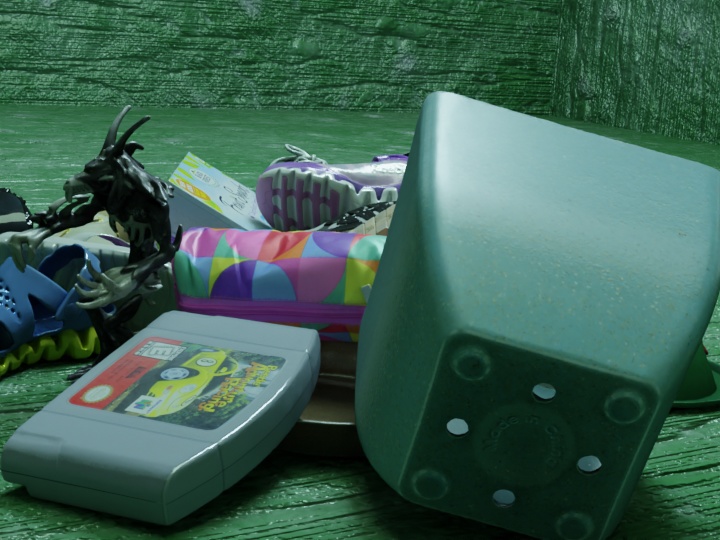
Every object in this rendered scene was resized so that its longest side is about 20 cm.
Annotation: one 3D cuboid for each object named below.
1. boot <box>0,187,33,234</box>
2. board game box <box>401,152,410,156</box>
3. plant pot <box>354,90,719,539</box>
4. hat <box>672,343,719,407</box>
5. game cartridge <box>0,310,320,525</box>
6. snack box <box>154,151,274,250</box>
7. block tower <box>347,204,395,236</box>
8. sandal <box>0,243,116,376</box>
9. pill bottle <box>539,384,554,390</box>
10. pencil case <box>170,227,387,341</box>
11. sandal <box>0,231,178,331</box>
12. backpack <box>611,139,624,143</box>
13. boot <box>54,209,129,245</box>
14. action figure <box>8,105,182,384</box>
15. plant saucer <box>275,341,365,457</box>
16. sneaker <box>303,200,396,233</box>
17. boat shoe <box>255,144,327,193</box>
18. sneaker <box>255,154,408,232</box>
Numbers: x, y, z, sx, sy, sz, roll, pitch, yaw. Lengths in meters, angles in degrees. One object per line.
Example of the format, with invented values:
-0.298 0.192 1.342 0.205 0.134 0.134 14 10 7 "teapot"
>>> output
-0.404 -0.039 1.246 0.166 0.077 0.200 -5 8 -22 "boot"
0.114 -0.099 1.354 0.199 0.035 0.135 -16 -24 37 "board game box"
0.097 0.043 0.739 0.194 0.198 0.200 16 30 1 "plant pot"
0.228 -0.001 1.048 0.164 0.178 0.199 -3 14 -31 "hat"
-0.108 0.082 0.779 0.132 0.041 0.200 10 27 20 "game cartridge"
-0.114 -0.030 1.183 0.168 0.068 0.200 32 8 -8 "snack box"
0.000 0.000 0.997 0.199 0.058 0.054 -32 15 10 "block tower"
-0.266 0.030 0.959 0.079 0.088 0.199 15 18 35 "sandal"
0.109 0.038 0.987 0.111 0.113 0.200 1 12 -15 "pill bottle"
-0.040 0.011 0.923 0.198 0.089 0.088 2 11 18 "pencil case"
-0.211 0.001 1.049 0.201 0.083 0.050 17 36 5 "sandal"
0.169 -0.032 1.201 0.152 0.178 0.199 -8 0 43 "backpack"
-0.226 -0.009 1.187 0.153 0.073 0.200 10 19 28 "boot"
-0.178 -0.007 0.883 0.101 0.202 0.118 -17 26 -36 "action figure"
-0.023 0.089 0.892 0.198 0.035 0.200 4 13 -1 "plant saucer"
-0.012 -0.001 1.062 0.198 0.082 0.074 -18 16 8 "sneaker"
-0.064 -0.088 1.302 0.073 0.068 0.199 29 -13 -3 "boat shoe"
0.008 -0.067 1.131 0.198 0.081 0.089 7 41 1 "sneaker"
